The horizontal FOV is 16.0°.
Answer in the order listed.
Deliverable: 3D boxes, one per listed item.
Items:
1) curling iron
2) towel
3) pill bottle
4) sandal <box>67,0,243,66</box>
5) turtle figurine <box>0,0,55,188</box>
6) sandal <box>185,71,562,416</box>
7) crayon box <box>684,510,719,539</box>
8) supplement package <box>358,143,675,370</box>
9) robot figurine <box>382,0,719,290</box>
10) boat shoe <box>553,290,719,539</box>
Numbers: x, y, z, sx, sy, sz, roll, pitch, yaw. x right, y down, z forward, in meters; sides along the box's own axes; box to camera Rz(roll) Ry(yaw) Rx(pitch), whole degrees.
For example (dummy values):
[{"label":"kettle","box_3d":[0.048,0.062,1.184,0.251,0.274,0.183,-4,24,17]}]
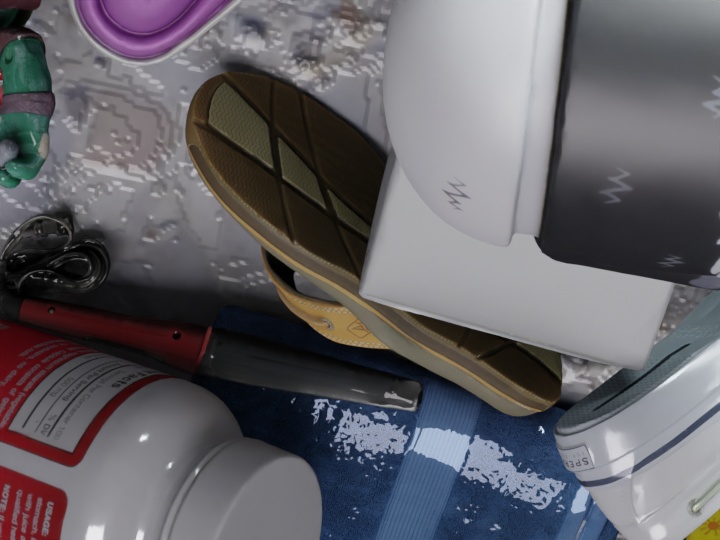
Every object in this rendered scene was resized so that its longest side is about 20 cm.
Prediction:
[{"label":"curling iron","box_3d":[-0.068,0.023,1.071,0.199,0.026,0.050,20,100,16]},{"label":"towel","box_3d":[0.015,0.090,1.122,0.199,0.049,0.112,19,123,-2]},{"label":"pill bottle","box_3d":[-0.120,0.089,1.066,0.199,0.112,0.113,17,128,29]},{"label":"sandal","box_3d":[-0.042,-0.147,0.975,0.082,0.050,0.203,32,122,-12]},{"label":"turtle figurine","box_3d":[-0.165,-0.116,0.986,0.149,0.101,0.200,31,128,-4]},{"label":"sandal","box_3d":[0.000,0.000,1.053,0.200,0.080,0.054,39,130,-20]},{"label":"crayon box","box_3d":[0.204,0.106,1.097,0.126,0.051,0.201,7,124,6]},{"label":"supplement package","box_3d":[0.082,-0.084,0.955,0.117,0.117,0.201,14,123,-1]},{"label":"robot figurine","box_3d":[0.107,-0.062,0.825,0.199,0.125,0.151,7,100,3]},{"label":"boat shoe","box_3d":[0.164,0.037,0.998,0.200,0.074,0.067,-33,101,-15]}]
